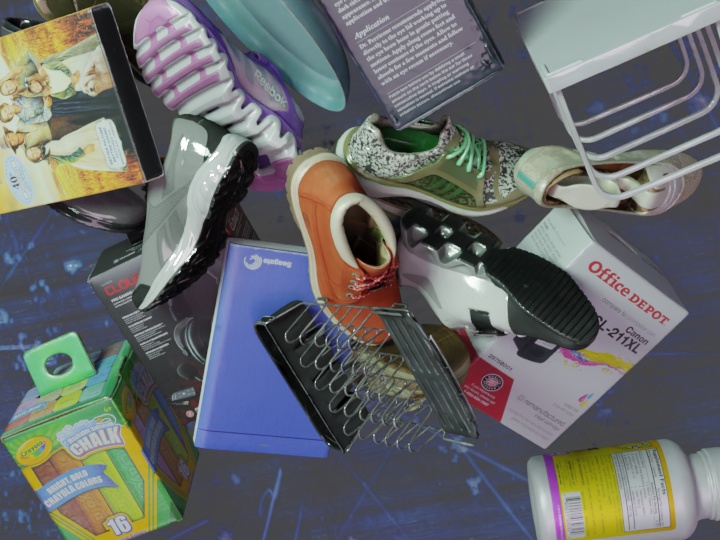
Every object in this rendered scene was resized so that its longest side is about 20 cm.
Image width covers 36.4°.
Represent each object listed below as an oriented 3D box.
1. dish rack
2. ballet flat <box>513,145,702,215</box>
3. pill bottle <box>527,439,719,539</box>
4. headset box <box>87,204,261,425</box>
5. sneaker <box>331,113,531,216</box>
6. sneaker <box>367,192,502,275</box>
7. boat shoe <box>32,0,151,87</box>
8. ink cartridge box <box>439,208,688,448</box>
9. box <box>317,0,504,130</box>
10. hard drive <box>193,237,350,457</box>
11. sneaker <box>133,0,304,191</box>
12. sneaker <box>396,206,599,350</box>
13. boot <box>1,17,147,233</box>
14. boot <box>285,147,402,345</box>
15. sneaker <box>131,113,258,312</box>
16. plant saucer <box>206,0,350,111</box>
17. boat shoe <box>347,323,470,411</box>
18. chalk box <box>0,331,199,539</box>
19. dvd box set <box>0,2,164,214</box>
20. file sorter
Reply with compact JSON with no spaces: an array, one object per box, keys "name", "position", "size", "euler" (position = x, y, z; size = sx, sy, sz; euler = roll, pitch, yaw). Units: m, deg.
[{"name":"dish rack","position":[0.008,0.094,0.941],"size":[0.055,0.200,0.154],"euler":[-43,115,-28]},{"name":"ballet flat","position":[0.232,-0.072,0.988],"size":[0.199,0.062,0.068],"euler":[-1,123,-20]},{"name":"pill bottle","position":[0.278,0.232,1.131],"size":[0.199,0.104,0.105],"euler":[-8,114,4]},{"name":"headset box","position":[-0.155,0.029,1.063],"size":[0.148,0.077,0.200],"euler":[-24,113,11]},{"name":"sneaker","position":[0.078,-0.101,0.971],"size":[0.199,0.077,0.089],"euler":[3,158,-15]},{"name":"sneaker","position":[0.029,-0.027,1.038],"size":[0.199,0.067,0.090],"euler":[22,108,-12]},{"name":"boat shoe","position":[-0.197,-0.207,0.965],"size":[0.200,0.066,0.072],"euler":[26,93,-31]},{"name":"ink cartridge box","position":[0.187,0.053,1.048],"size":[0.146,0.083,0.200],"euler":[32,112,-27]},{"name":"box","position":[0.023,-0.240,0.901],"size":[0.104,0.148,0.200],"euler":[-29,109,13]},{"name":"hard drive","position":[-0.076,0.076,1.025],"size":[0.131,0.025,0.201],"euler":[7,105,-16]},{"name":"sneaker","position":[-0.113,-0.163,0.942],"size":[0.080,0.089,0.200],"euler":[-14,131,34]},{"name":"sneaker","position":[0.117,0.025,0.969],"size":[0.200,0.074,0.089],"euler":[32,132,24]},{"name":"boot","position":[-0.259,-0.131,0.980],"size":[0.200,0.070,0.132],"euler":[32,111,1]},{"name":"boot","position":[0.000,0.000,0.945],"size":[0.075,0.107,0.200],"euler":[-31,125,-12]},{"name":"sneaker","position":[-0.157,-0.048,0.952],"size":[0.079,0.074,0.201],"euler":[36,120,11]},{"name":"plant saucer","position":[-0.076,-0.213,0.900],"size":[0.027,0.200,0.200],"euler":[-45,108,-8]},{"name":"boat shoe","position":[0.043,0.091,1.033],"size":[0.073,0.200,0.063],"euler":[-27,107,-22]},{"name":"chalk box","position":[-0.266,0.159,1.097],"size":[0.124,0.124,0.201],"euler":[-22,112,10]},{"name":"dvd box set","position":[-0.271,-0.129,0.924],"size":[0.199,0.029,0.147],"euler":[-8,105,29]},{"name":"file sorter","position":[0.223,-0.162,0.904],"size":[0.138,0.200,0.125],"euler":[-23,114,11]}]
